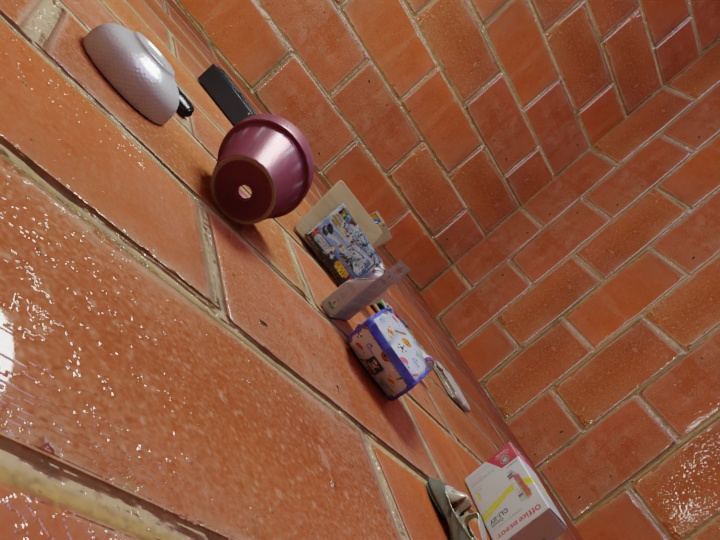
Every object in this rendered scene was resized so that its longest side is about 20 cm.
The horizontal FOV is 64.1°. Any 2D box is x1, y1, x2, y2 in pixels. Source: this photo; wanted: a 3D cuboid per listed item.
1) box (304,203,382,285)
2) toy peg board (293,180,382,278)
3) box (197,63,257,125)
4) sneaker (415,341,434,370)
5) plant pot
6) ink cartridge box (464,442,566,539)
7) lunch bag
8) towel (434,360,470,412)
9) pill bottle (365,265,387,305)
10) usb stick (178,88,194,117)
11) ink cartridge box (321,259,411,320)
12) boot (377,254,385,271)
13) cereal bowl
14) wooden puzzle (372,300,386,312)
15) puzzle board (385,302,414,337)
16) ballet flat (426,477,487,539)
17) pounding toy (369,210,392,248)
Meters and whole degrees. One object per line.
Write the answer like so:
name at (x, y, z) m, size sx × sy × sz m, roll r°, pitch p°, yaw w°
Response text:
box at (-0.046, -0.061, 1.596) m, size 0.202 × 0.136 × 0.040 m, roll 55°, pitch -20°, yaw -15°
toy peg board at (-0.076, -0.112, 1.660) m, size 0.201 × 0.200 × 0.097 m, roll 49°, pitch -20°, yaw -16°
box at (-0.436, -0.573, 1.916) m, size 0.201 × 0.078 × 0.141 m, roll 52°, pitch 4°, yaw -8°
sneaker at (0.139, 0.243, 1.709) m, size 0.099 × 0.075 × 0.200 m, roll 31°, pitch -11°, yaw 46°
plant pot at (-0.199, -0.182, 1.109) m, size 0.201 × 0.198 × 0.180 m, roll 49°, pitch 22°, yaw -15°
ink cartridge box at (0.333, 0.505, 1.253) m, size 0.084 × 0.144 × 0.201 m, roll 46°, pitch 8°, yaw -24°
lunch bag at (0.061, 0.177, 1.227) m, size 0.172 × 0.123 × 0.200 m, roll 53°, pitch -1°, yaw 7°
towel at (0.342, 0.433, 2.160) m, size 0.133 × 0.034 × 0.201 m, roll 46°, pitch 9°, yaw -37°
pill bottle at (0.000, 0.000, 1.741) m, size 0.116 × 0.115 × 0.202 m, roll 44°, pitch 11°, yaw -45°
usb stick at (-0.450, -0.433, 1.294) m, size 0.201 × 0.032 × 0.056 m, roll 51°, pitch 14°, yaw -11°
ink cartridge box at (0.016, 0.035, 1.312) m, size 0.050 × 0.199 × 0.161 m, roll 51°, pitch 6°, yaw 14°
boot at (-0.016, -0.049, 1.974) m, size 0.144 × 0.072 × 0.199 m, roll 18°, pitch 14°, yaw -39°
cereal bowl at (-0.410, -0.378, 1.072) m, size 0.201 × 0.083 × 0.200 m, roll 50°, pitch 7°, yaw -8°
wooden puzzle at (0.033, 0.071, 1.931) m, size 0.201 × 0.037 × 0.186 m, roll 50°, pitch 8°, yaw -22°
puzzle board at (0.151, 0.201, 2.144) m, size 0.200 × 0.017 × 0.152 m, roll 47°, pitch 9°, yaw -37°
ballet flat at (0.170, 0.415, 0.966) m, size 0.068 × 0.063 × 0.201 m, roll 48°, pitch 8°, yaw -26°
pounding toy at (0.028, -0.209, 2.844) m, size 0.144 × 0.181 × 0.201 m, roll 61°, pitch 2°, yaw -29°
